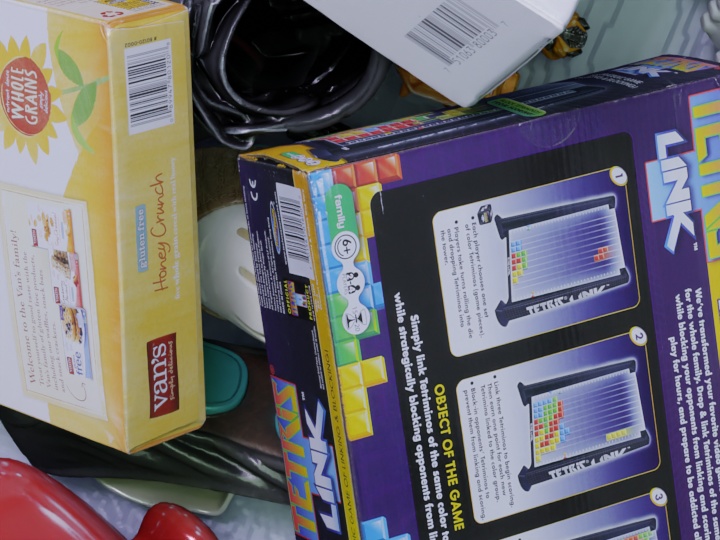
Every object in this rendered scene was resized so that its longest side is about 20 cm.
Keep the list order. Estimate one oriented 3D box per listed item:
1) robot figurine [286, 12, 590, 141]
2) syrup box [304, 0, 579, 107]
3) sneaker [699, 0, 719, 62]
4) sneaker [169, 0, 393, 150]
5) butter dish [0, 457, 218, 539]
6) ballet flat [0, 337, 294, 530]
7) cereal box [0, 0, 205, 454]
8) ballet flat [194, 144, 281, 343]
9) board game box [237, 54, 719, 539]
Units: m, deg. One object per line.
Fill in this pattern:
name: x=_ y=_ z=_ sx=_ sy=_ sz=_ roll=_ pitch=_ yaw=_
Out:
robot figurine: x=-0.015 y=-0.110 z=1.070 sx=0.199 sy=0.058 sz=0.146 roll=17 pitch=97 yaw=5
syrup box: x=0.056 y=-0.161 z=0.944 sx=0.081 sy=0.079 sz=0.201 roll=32 pitch=66 yaw=-11
sneaker: x=0.159 y=-0.079 z=1.046 sx=0.081 sy=0.075 sz=0.201 roll=-6 pitch=80 yaw=-10
sneaker: x=-0.064 y=-0.068 z=1.003 sx=0.199 sy=0.099 sz=0.071 roll=-24 pitch=104 yaw=18
butter dish: x=-0.107 y=0.137 z=1.039 sx=0.148 sy=0.199 sz=0.200 roll=-39 pitch=87 yaw=-19
ballet flat: x=-0.033 y=0.059 z=1.073 sx=0.199 sy=0.068 sz=0.069 roll=11 pitch=133 yaw=11
cereal box: x=-0.133 y=-0.033 z=1.016 sx=0.199 sy=0.039 sz=0.145 roll=18 pitch=117 yaw=43
ballet flat: x=0.000 y=0.000 z=1.059 sx=0.199 sy=0.072 sz=0.068 roll=7 pitch=125 yaw=3
board game box: x=0.056 y=0.043 z=0.992 sx=0.165 sy=0.057 sz=0.201 roll=-14 pitch=104 yaw=-26
